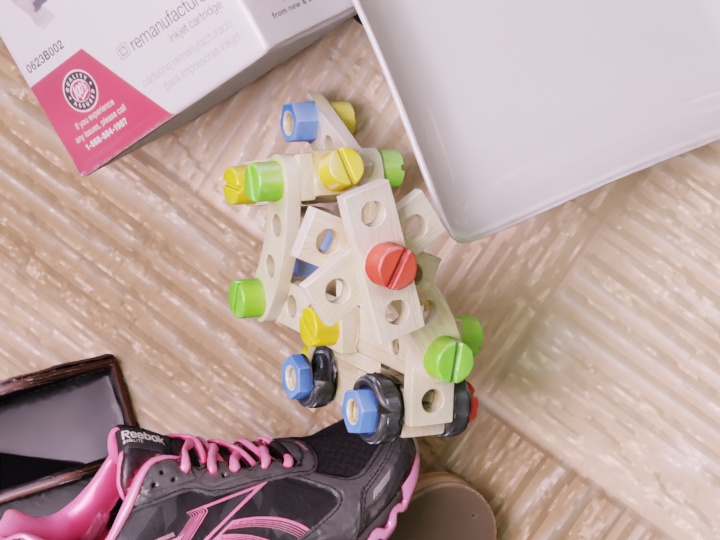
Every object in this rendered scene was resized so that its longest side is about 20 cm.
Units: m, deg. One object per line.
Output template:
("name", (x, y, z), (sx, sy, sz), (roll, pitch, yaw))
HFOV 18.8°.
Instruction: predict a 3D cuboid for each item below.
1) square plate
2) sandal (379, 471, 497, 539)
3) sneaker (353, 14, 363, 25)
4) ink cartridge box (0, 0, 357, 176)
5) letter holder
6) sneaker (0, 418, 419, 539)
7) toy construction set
("square plate", (0.081, -0.132, 0.943), (0.198, 0.028, 0.201), (-22, 85, -21))
("sandal", (-0.038, 0.158, 0.995), (0.211, 0.070, 0.078), (-31, 107, -10))
("sneaker", (-0.052, -0.187, 0.998), (0.115, 0.076, 0.201), (-24, 80, 22))
("ink cartridge box", (-0.109, -0.165, 0.951), (0.145, 0.083, 0.200), (-28, 93, 44))
("letter holder", (-0.209, 0.116, 0.987), (0.199, 0.142, 0.101), (-18, 86, 11))
("sneaker", (-0.067, 0.100, 0.928), (0.200, 0.079, 0.096), (-27, 112, -17))
("toy construction set", (0.000, 0.000, 0.926), (0.092, 0.200, 0.132), (-1, 102, -13))
